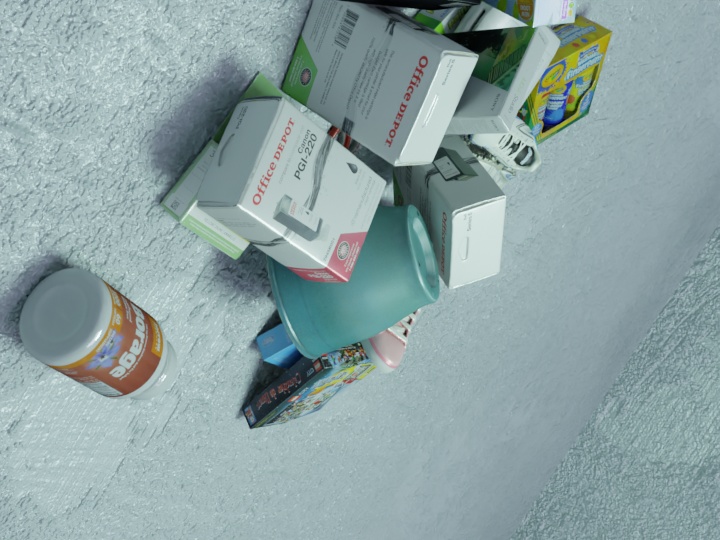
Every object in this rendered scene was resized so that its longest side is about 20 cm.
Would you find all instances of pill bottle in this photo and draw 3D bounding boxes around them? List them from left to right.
[{"bbox_3d":[-0.294,0.083,1.240,0.112,0.112,0.200,-51,152,-6],"label":"pill bottle"}]

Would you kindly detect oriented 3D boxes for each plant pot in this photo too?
[{"bbox_3d":[0.000,0.000,1.424,0.187,0.201,0.200,-14,156,16],"label":"plant pot"}]

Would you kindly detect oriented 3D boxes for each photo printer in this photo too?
[{"bbox_3d":[0.190,-0.302,1.510,0.167,0.069,0.200,-57,151,10],"label":"photo printer"}]

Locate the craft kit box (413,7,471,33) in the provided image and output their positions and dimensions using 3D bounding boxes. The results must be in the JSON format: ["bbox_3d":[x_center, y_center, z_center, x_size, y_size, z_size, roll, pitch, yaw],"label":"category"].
[{"bbox_3d":[0.139,-0.321,1.531,0.200,0.048,0.198,-47,148,-13],"label":"craft kit box"}]

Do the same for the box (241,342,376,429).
[{"bbox_3d":[-0.073,0.177,1.654,0.136,0.038,0.200,-1,148,-47],"label":"box"}]

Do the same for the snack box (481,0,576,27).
[{"bbox_3d":[0.192,-0.408,1.310,0.067,0.200,0.169,-11,123,-20],"label":"snack box"}]

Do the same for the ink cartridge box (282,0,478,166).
[{"bbox_3d":[0.020,-0.234,1.276,0.084,0.200,0.146,-10,130,-52],"label":"ink cartridge box"}]

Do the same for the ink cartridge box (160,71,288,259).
[{"bbox_3d":[-0.139,-0.124,1.319,0.200,0.048,0.145,-51,151,0],"label":"ink cartridge box"}]

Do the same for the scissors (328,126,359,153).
[{"bbox_3d":[-0.011,-0.236,1.429,0.073,0.014,0.201,-23,138,-40],"label":"scissors"}]

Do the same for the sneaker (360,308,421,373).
[{"bbox_3d":[0.057,0.046,1.525,0.104,0.201,0.075,-32,125,30],"label":"sneaker"}]

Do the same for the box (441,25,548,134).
[{"bbox_3d":[0.119,-0.234,1.325,0.036,0.199,0.145,48,58,-42],"label":"box"}]

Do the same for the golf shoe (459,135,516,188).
[{"bbox_3d":[0.189,-0.156,1.759,0.097,0.078,0.200,-53,151,11],"label":"golf shoe"}]

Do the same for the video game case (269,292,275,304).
[{"bbox_3d":[-0.039,0.004,1.638,0.200,0.022,0.182,-49,152,-8],"label":"video game case"}]

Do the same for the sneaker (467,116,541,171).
[{"bbox_3d":[0.212,-0.188,1.534,0.072,0.072,0.200,-53,156,12],"label":"sneaker"}]

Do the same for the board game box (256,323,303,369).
[{"bbox_3d":[-0.045,0.106,1.644,0.153,0.040,0.200,-30,154,17],"label":"board game box"}]

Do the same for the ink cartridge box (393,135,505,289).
[{"bbox_3d":[0.121,-0.097,1.507,0.084,0.200,0.146,-17,136,-14],"label":"ink cartridge box"}]

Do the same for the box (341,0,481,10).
[{"bbox_3d":[0.054,-0.382,1.240,0.200,0.079,0.142,-11,102,-52],"label":"box"}]

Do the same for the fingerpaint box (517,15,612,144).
[{"bbox_3d":[0.320,-0.310,1.784,0.200,0.073,0.167,-31,145,-36],"label":"fingerpaint box"}]

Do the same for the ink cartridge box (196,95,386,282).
[{"bbox_3d":[-0.078,-0.093,1.265,0.200,0.085,0.146,34,70,-39],"label":"ink cartridge box"}]
